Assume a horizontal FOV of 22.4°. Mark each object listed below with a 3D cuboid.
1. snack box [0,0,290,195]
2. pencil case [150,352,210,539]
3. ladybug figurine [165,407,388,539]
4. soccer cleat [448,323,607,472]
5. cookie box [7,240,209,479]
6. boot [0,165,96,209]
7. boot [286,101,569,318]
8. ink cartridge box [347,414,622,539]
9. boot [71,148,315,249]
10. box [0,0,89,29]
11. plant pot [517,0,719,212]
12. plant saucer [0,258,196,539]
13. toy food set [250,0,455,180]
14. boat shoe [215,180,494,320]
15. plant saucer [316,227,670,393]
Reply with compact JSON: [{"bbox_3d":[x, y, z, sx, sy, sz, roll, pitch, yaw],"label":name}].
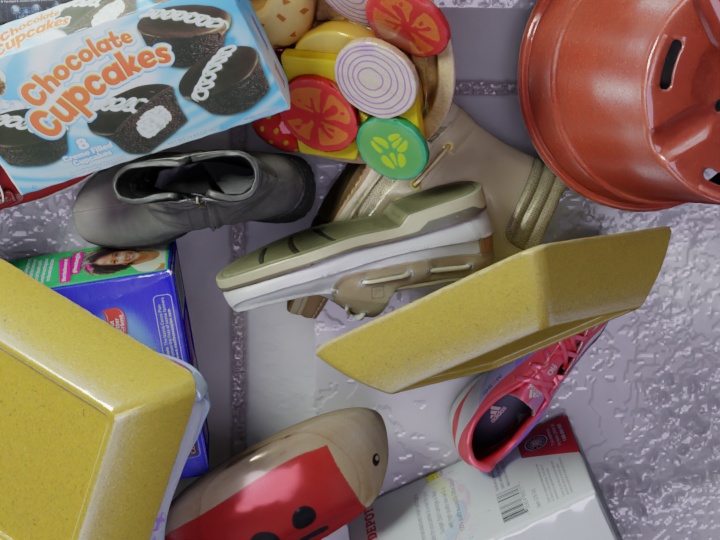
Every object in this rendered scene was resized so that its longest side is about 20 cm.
[{"bbox_3d":[-0.158,-0.127,1.190,0.198,0.037,0.117,-17,136,11],"label":"snack box"},{"bbox_3d":[-0.170,0.158,1.312,0.090,0.083,0.202,21,110,19],"label":"pencil case"},{"bbox_3d":[-0.063,0.175,1.378,0.199,0.136,0.072,-29,71,3],"label":"ladybug figurine"},{"bbox_3d":[0.139,0.068,1.386,0.068,0.073,0.201,33,105,-14],"label":"soccer cleat"},{"bbox_3d":[-0.224,0.078,1.365,0.197,0.075,0.173,-8,111,-1],"label":"cookie box"},{"bbox_3d":[-0.274,-0.050,1.272,0.198,0.145,0.073,-15,116,6],"label":"boot"},{"bbox_3d":[0.048,-0.024,1.351,0.154,0.073,0.201,29,101,-14],"label":"boot"},{"bbox_3d":[0.106,0.236,1.405,0.198,0.146,0.146,-24,110,6],"label":"ink cartridge box"},{"bbox_3d":[-0.139,-0.059,1.269,0.198,0.130,0.069,-7,85,23],"label":"boot"},{"bbox_3d":[-0.214,-0.156,1.217,0.197,0.049,0.162,-3,138,0],"label":"box"},{"bbox_3d":[0.229,-0.129,1.237,0.198,0.195,0.203,-2,99,-12],"label":"plant pot"},{"bbox_3d":[-0.228,0.121,1.262,0.199,0.048,0.202,28,112,22],"label":"plant saucer"},{"bbox_3d":[-0.025,-0.151,1.234,0.196,0.049,0.202,9,132,23],"label":"toy food set"},{"bbox_3d":[0.000,0.000,1.276,0.198,0.075,0.069,-17,106,-1],"label":"boat shoe"},{"bbox_3d":[0.102,0.033,1.268,0.199,0.199,0.049,-27,79,35],"label":"plant saucer"}]
